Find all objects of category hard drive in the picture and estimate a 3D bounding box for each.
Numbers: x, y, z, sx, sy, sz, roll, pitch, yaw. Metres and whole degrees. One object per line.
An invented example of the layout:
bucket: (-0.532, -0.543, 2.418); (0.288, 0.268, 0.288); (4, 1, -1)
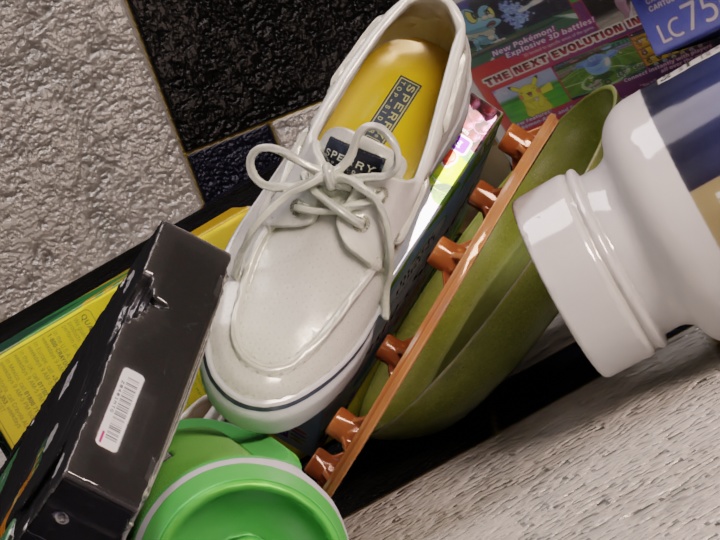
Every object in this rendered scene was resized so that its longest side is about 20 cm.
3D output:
hard drive: (-0.119, 0.090, 1.144); (0.200, 0.038, 0.140); (-52, 14, 43)

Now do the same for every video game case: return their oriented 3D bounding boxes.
video game case: (0.152, -0.107, 1.390); (0.199, 0.182, 0.023); (-21, 39, 18)

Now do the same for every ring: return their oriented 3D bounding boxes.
ring: (0.026, 0.017, 1.224); (0.201, 0.019, 0.200); (-58, -2, -4)

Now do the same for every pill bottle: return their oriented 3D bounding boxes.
pill bottle: (0.166, -0.039, 1.150); (0.200, 0.111, 0.111); (-29, 7, 9)

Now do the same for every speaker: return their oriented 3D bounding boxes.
speaker: (-0.056, 0.107, 1.135); (0.088, 0.089, 0.200); (-31, 7, -7)

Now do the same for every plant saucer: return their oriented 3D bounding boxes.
plant saucer: (0.069, 0.003, 1.339); (0.200, 0.031, 0.200); (-53, 8, 11)

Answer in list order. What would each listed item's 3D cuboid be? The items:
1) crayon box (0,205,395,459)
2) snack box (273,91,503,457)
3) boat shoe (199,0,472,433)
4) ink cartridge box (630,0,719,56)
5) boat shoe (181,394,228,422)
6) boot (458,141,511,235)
crayon box: (-0.085, 0.055, 1.455); (0.200, 0.127, 0.051); (-30, 7, -12)
snack box: (0.000, 0.000, 1.324); (0.142, 0.053, 0.200); (-58, -5, -14)
boat shoe: (-0.005, -0.033, 1.163); (0.202, 0.074, 0.086); (-59, -12, -27)
ink cartridge box: (0.192, -0.136, 1.218); (0.119, 0.042, 0.200); (-25, -5, 31)
boat shoe: (-0.111, 0.116, 1.343); (0.071, 0.070, 0.200); (-24, 9, 41)
boot: (0.024, -0.062, 1.597); (0.144, 0.071, 0.201); (0, 15, 33)
